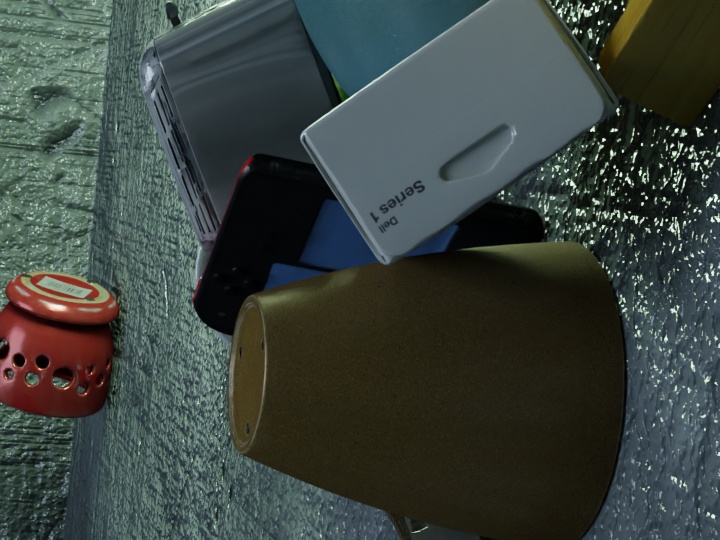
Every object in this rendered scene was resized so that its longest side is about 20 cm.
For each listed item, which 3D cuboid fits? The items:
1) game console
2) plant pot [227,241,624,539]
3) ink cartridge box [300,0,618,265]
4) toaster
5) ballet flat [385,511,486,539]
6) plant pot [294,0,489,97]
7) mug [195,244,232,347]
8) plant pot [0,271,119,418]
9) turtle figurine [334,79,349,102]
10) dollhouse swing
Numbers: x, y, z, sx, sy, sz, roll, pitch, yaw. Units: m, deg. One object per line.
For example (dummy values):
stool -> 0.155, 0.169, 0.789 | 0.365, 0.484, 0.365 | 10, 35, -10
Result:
game console -> 0.000, 0.000, 1.148 | 0.177, 0.199, 0.031 | 118, 158, -54
plant pot -> 0.028, 0.068, 1.039 | 0.186, 0.199, 0.188 | -175, 90, -72
ink cartridge box -> 0.054, -0.078, 0.965 | 0.084, 0.144, 0.200 | 55, -176, 0
toaster -> -0.067, -0.096, 1.185 | 0.114, 0.129, 0.201 | -108, -2, -78
ballet flat -> 0.046, 0.159, 1.212 | 0.047, 0.067, 0.200 | 67, 175, -31
plant pot -> 0.026, -0.220, 1.068 | 0.200, 0.135, 0.200 | -40, 14, 12
mug -> -0.054, -0.013, 1.501 | 0.150, 0.186, 0.153 | 64, 176, -9
plant pot -> -0.475, 0.109, 2.699 | 0.200, 0.199, 0.183 | -126, 48, -65
turtle figurine -> 0.002, -0.148, 1.275 | 0.200, 0.143, 0.195 | -120, 43, -67
dollhouse swing -> 0.107, -0.207, 0.895 | 0.182, 0.175, 0.201 | 118, 150, -52
